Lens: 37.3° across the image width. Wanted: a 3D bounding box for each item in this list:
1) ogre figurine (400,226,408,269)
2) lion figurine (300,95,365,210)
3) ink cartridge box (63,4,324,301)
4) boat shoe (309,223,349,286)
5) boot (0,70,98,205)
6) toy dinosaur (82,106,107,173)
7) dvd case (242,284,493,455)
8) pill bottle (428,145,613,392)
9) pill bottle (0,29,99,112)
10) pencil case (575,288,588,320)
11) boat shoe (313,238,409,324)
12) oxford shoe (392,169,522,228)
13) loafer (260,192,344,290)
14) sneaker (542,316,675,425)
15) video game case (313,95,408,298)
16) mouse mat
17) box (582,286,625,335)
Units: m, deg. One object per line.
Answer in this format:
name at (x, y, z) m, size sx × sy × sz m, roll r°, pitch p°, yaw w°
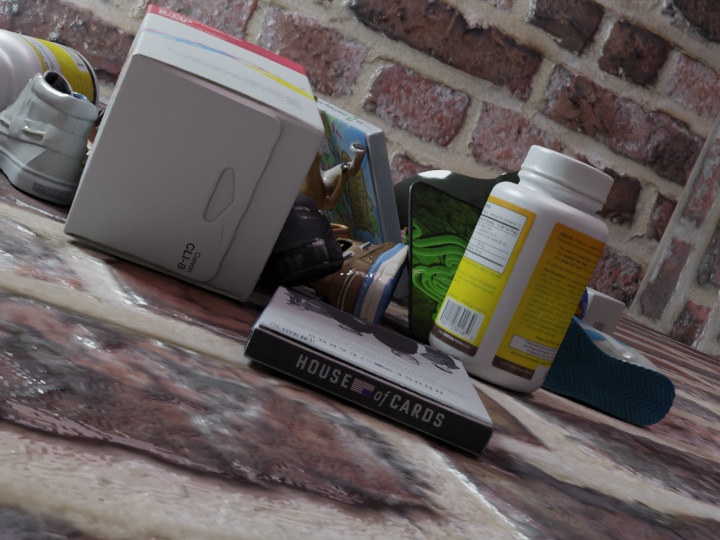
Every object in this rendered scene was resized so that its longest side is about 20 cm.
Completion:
ogre figurine at (0.083, -0.026, 1.250) m, size 0.098 × 0.120 × 0.200 m, roll -18°, pitch 34°, yaw -28°
lion figurine at (-0.064, -0.117, 1.169) m, size 0.072 × 0.123 × 0.200 m, roll -1°, pitch 35°, yaw -25°
ink cartridge box at (-0.126, -0.097, 0.819) m, size 0.145 × 0.145 × 0.200 m, roll 21°, pitch 18°, yaw -16°
boat shoe at (-0.091, -0.039, 1.002) m, size 0.200 × 0.068 × 0.072 m, roll 18°, pitch 7°, yaw -40°
boot at (-0.279, -0.127, 0.931) m, size 0.074 × 0.096 × 0.200 m, roll 19°, pitch 7°, yaw -39°
toy dinosaur at (-0.217, -0.105, 1.081) m, size 0.200 × 0.086 × 0.136 m, roll 26°, pitch -4°, yaw -34°
dvd case at (0.004, 0.058, 0.699) m, size 0.150 × 0.025 × 0.200 m, roll 23°, pitch 6°, yaw -3°
pill bottle at (0.145, -0.003, 0.931) m, size 0.109 × 0.200 × 0.109 m, roll 23°, pitch 6°, yaw -2°
pill bottle at (-0.358, -0.187, 1.091) m, size 0.111 × 0.111 × 0.200 m, roll 24°, pitch 9°, yaw 9°
pencil case at (0.158, 0.027, 1.136) m, size 0.200 × 0.078 × 0.087 m, roll 0°, pitch 40°, yaw -45°
boat shoe at (0.000, 0.000, 0.986) m, size 0.072 × 0.072 × 0.200 m, roll 22°, pitch 5°, yaw 3°
oxford shoe at (0.123, -0.067, 1.157) m, size 0.200 × 0.071 × 0.071 m, roll 1°, pitch -15°, yaw 26°
loafer at (-0.057, -0.028, 0.870) m, size 0.068 × 0.070 × 0.201 m, roll -16°, pitch 9°, yaw -6°
sneaker at (0.207, 0.084, 1.044) m, size 0.200 × 0.077 × 0.081 m, roll 32°, pitch 6°, yaw -11°
video game case at (-0.009, -0.087, 1.215) m, size 0.022 × 0.200 × 0.182 m, roll -22°, pitch 30°, yaw -20°
mouse mat at (0.119, 0.011, 1.042) m, size 0.200 × 0.161 × 0.008 m, roll 18°, pitch -27°, yaw -37°
box at (0.200, 0.039, 1.306) m, size 0.200 × 0.098 × 0.124 m, roll 27°, pitch 7°, yaw 31°
